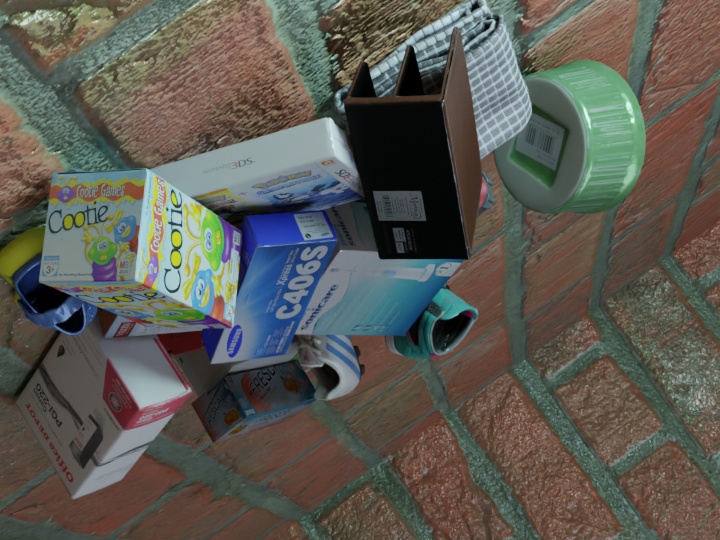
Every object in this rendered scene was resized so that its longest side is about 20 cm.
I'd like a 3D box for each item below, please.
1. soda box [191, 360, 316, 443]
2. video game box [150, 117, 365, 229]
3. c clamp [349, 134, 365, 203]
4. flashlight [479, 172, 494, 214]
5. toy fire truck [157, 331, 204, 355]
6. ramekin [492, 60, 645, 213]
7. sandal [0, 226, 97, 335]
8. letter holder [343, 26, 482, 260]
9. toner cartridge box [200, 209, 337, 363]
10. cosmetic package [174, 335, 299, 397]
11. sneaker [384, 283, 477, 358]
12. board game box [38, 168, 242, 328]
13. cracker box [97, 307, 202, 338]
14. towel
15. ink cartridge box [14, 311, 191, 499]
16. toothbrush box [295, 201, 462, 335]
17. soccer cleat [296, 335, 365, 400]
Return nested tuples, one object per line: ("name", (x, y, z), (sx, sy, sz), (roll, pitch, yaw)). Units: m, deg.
("soda box", (-0.139, 0.175, 1.792), (0.068, 0.064, 0.199), (-38, 167, 23))
("video game box", (-0.091, -0.091, 1.356), (0.198, 0.047, 0.182), (-15, 166, 15))
("c clamp", (-0.049, -0.085, 1.533), (0.200, 0.027, 0.170), (-47, 134, 13))
("flashlight", (0.105, -0.111, 1.623), (0.068, 0.068, 0.200), (-34, 159, 15))
("toy fire truck", (-0.171, 0.057, 1.646), (0.197, 0.049, 0.141), (-13, -173, 5))
("ramekin", (0.262, -0.168, 1.717), (0.097, 0.201, 0.200), (-10, 152, -38))
("sandal", (-0.304, 0.032, 1.326), (0.079, 0.087, 0.200), (-35, 165, -5))
("letter holder", (0.062, -0.133, 1.358), (0.099, 0.143, 0.201), (0, 133, 16))
("toner cartridge box", (-0.100, 0.020, 1.416), (0.094, 0.043, 0.201), (-5, 143, -27))
("cosmetic package", (-0.142, 0.093, 1.819), (0.199, 0.085, 0.108), (-22, 163, -41))
("sneaker", (0.095, 0.022, 1.670), (0.083, 0.120, 0.203), (-7, 107, -42))
("board game box", (-0.203, -0.015, 1.257), (0.104, 0.104, 0.200), (-1, 165, 21))
("cracker box", (-0.180, 0.015, 1.469), (0.198, 0.058, 0.134), (-4, 154, -32))
("towel", (0.085, -0.179, 1.447), (0.199, 0.086, 0.166), (-34, 144, -2))
("ink cartridge box", (-0.302, 0.147, 1.536), (0.084, 0.146, 0.200), (-19, 156, -46))
("toothbrush box", (0.000, 0.000, 1.573), (0.198, 0.086, 0.147), (1, 137, -41))
("soccer cleat", (-0.055, 0.078, 1.768), (0.069, 0.202, 0.086), (-5, -161, 47))
